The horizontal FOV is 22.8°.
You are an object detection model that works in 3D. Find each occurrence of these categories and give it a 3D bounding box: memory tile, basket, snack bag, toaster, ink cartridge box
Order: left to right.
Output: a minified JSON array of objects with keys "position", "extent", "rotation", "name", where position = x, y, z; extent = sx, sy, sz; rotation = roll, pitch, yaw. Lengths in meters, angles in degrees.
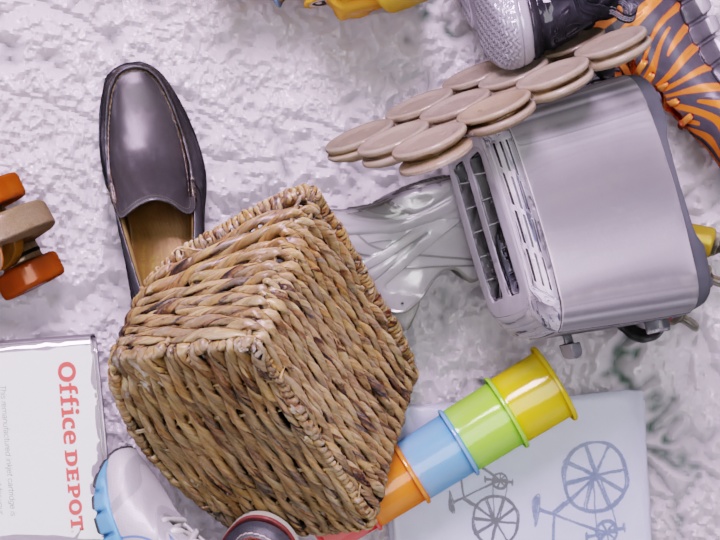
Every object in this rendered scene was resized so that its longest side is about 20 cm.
[{"position":[-0.272,0.123,1.210],"extent":[0.200,0.086,0.147],"rotation":[-5,90,-8],"name":"ink cartridge box"},{"position":[-0.067,0.065,1.197],"extent":[0.143,0.149,0.200],"rotation":[-8,133,27],"name":"basket"},{"position":[0.083,-0.113,1.176],"extent":[0.200,0.153,0.017],"rotation":[-29,107,-22],"name":"memory tile"},{"position":[0.112,0.185,1.285],"extent":[0.200,0.021,0.189],"rotation":[-3,89,-4],"name":"snack bag"},{"position":[0.142,-0.045,1.200],"extent":[0.129,0.114,0.200],"rotation":[-15,88,-16],"name":"toaster"}]

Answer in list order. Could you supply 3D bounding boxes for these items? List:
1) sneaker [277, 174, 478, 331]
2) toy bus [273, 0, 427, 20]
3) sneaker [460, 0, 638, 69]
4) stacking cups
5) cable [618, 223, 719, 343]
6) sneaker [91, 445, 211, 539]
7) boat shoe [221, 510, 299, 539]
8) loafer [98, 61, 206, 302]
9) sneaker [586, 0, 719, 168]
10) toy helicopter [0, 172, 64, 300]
[{"position":[0.000,0.000,1.249],"extent":[0.200,0.078,0.100],"rotation":[-15,94,-6],"name":"sneaker"},{"position":[-0.064,-0.250,1.224],"extent":[0.192,0.136,0.200],"rotation":[-21,94,7],"name":"toy bus"},{"position":[0.119,-0.220,1.229],"extent":[0.114,0.076,0.200],"rotation":[-13,49,-7],"name":"sneaker"},{"position":[0.051,0.126,1.249],"extent":[0.200,0.061,0.061],"rotation":[-29,92,0],"name":"stacking cups"},{"position":[0.172,-0.021,1.296],"extent":[0.200,0.050,0.097],"rotation":[29,100,7],"name":"cable"},{"position":[-0.102,0.196,1.147],"extent":[0.087,0.075,0.200],"rotation":[-31,74,17],"name":"sneaker"},{"position":[-0.090,0.256,1.203],"extent":[0.071,0.063,0.200],"rotation":[24,112,12],"name":"boat shoe"},{"position":[-0.138,-0.048,1.234],"extent":[0.073,0.072,0.200],"rotation":[-13,90,-5],"name":"loafer"},{"position":[0.210,-0.133,1.281],"extent":[0.112,0.078,0.200],"rotation":[-23,81,-2],"name":"sneaker"},{"position":[-0.296,0.005,1.185],"extent":[0.200,0.132,0.079],"rotation":[-26,92,-6],"name":"toy helicopter"}]
